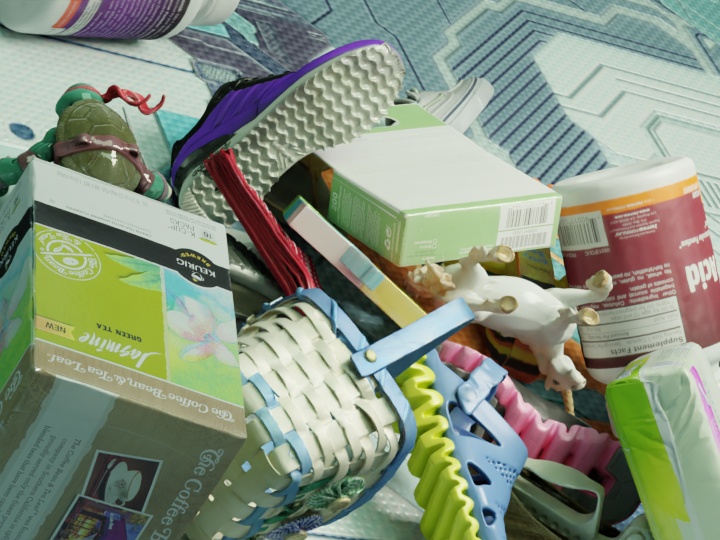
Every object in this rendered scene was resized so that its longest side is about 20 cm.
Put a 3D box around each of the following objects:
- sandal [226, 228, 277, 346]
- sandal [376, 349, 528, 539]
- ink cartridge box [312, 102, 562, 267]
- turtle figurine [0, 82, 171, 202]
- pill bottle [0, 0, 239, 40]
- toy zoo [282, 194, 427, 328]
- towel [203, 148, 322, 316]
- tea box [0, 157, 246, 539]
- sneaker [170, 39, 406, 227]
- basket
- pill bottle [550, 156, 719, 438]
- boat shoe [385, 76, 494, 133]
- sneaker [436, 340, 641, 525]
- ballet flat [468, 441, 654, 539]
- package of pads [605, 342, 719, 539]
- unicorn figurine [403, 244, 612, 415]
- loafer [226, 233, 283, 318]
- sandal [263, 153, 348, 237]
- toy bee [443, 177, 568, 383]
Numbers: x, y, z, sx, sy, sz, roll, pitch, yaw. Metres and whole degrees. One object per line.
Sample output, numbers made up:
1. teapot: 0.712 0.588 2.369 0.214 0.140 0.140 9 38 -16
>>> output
1. sandal: -0.103 0.024 1.716 0.082 0.050 0.203 10 23 -10
2. sandal: 0.076 0.130 1.654 0.087 0.079 0.200 -6 66 -21
3. ink cartridge box: 0.037 -0.067 1.860 0.145 0.048 0.200 -8 26 -32
4. turtle figurine: -0.194 -0.060 1.703 0.150 0.101 0.200 4 50 -18
5. pill bottle: -0.192 -0.240 1.948 0.200 0.111 0.111 -1 45 -45
6. toy zoo: 0.000 0.000 1.758 0.131 0.020 0.200 43 1 -6
7. towel: -0.039 0.008 1.703 0.145 0.022 0.200 58 2 30
8. tea box: -0.171 0.082 1.413 0.134 0.200 0.197 20 32 -23
9. sneaker: -0.064 -0.122 1.834 0.070 0.200 0.100 52 6 -38
10. basket: -0.035 0.091 1.569 0.200 0.176 0.139 -32 83 -43
11. pill bottle: 0.219 0.021 1.870 0.114 0.114 0.200 -21 100 -54
12. boat shoe: 0.054 -0.124 2.049 0.067 0.074 0.200 36 31 0
13. sneaker: 0.114 0.115 1.783 0.200 0.079 0.095 33 8 -1
14. ballet flat: 0.158 0.183 1.706 0.200 0.072 0.068 36 31 4
15. package of pads: 0.235 0.154 1.702 0.155 0.068 0.200 -23 95 -78
16. unicorn figurine: 0.121 0.034 1.787 0.200 0.137 0.074 32 66 -13
17. loafer: -0.145 0.000 1.613 0.200 0.070 0.075 16 19 -28
18. sandal: -0.052 -0.095 1.927 0.080 0.054 0.200 17 34 -25
19. toy bee: 0.116 -0.015 1.918 0.131 0.109 0.200 1 44 -43
